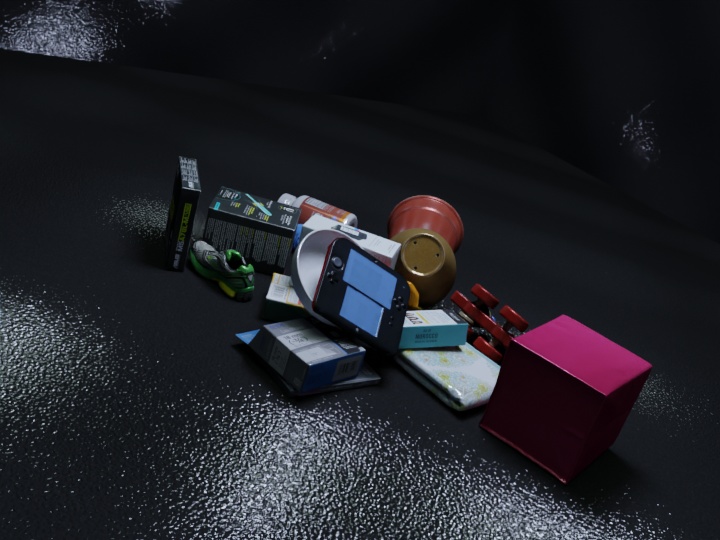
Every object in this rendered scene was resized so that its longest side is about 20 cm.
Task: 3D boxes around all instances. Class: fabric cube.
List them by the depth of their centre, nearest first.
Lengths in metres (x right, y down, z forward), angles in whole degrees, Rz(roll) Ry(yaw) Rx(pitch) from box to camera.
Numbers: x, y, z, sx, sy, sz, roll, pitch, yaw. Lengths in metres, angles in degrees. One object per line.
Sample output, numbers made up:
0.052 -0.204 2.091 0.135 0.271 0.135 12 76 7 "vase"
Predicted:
0.371 0.228 1.396 0.196 0.200 0.199 32 30 31 "fabric cube"

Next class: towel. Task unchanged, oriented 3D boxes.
0.187 0.201 1.528 0.171 0.048 0.200 -11 35 -41 "towel"

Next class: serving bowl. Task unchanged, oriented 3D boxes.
-0.057 0.023 1.471 0.200 0.066 0.200 23 51 -32 "serving bowl"

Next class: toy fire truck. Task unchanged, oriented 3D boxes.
0.286 0.125 1.669 0.200 0.112 0.168 41 2 31 "toy fire truck"

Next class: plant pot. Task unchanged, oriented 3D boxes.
0.131 -0.016 1.685 0.186 0.187 0.200 17 -8 2 "plant pot"
0.148 -0.056 1.912 0.200 0.201 0.195 18 32 3 "plant pot"

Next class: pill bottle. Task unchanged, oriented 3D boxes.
-0.118 -0.124 1.966 0.200 0.112 0.112 22 24 15 "pill bottle"

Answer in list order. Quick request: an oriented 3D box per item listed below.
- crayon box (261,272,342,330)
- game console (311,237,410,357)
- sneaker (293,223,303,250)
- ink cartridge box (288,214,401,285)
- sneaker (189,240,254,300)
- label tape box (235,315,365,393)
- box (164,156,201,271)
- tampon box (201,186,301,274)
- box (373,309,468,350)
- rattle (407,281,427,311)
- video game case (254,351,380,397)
-0.099 0.075 1.614 0.200 0.052 0.126 14 23 -4 "crayon box"
0.007 0.047 1.445 0.200 0.031 0.177 33 47 -24 "game console"
-0.121 -0.061 1.879 0.200 0.066 0.078 24 22 15 "sneaker"
-0.035 -0.011 1.598 0.200 0.146 0.083 19 26 9 "ink cartridge box"
-0.291 -0.017 1.652 0.200 0.085 0.078 31 28 32 "sneaker"
-0.113 0.133 1.416 0.144 0.063 0.200 -9 35 -46 "label tape box"
-0.395 -0.128 1.693 0.047 0.193 0.200 7 26 -18 "box"
-0.253 -0.090 1.784 0.200 0.126 0.150 15 24 -4 "tampon box"
0.109 0.118 1.548 0.200 0.049 0.082 -1 19 -19 "box"
0.152 0.075 1.674 0.200 0.143 0.130 -4 15 -28 "rattle"
-0.080 0.178 1.439 0.200 0.019 0.143 -1 29 -37 "video game case"
